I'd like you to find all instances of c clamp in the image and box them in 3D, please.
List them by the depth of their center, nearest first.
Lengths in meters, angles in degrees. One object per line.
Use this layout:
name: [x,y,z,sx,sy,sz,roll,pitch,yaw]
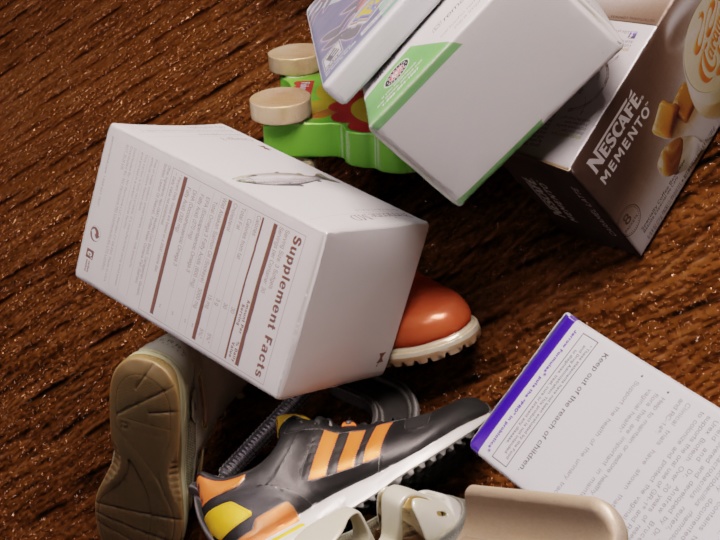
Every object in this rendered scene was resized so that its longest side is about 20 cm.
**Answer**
c clamp: [-0.048,0.121,0.972,0.170,0.027,0.200,16,53,36]

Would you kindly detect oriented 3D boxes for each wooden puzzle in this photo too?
wooden puzzle: [0.056,0.206,0.671,0.201,0.046,0.185,-62,11,-14]

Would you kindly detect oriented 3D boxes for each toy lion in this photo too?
toy lion: [0.018,-0.121,1.053,0.191,0.069,0.200,-2,25,3]

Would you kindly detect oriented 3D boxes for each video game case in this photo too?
video game case: [0.039,-0.217,0.918,0.200,0.023,0.182,-47,22,16]

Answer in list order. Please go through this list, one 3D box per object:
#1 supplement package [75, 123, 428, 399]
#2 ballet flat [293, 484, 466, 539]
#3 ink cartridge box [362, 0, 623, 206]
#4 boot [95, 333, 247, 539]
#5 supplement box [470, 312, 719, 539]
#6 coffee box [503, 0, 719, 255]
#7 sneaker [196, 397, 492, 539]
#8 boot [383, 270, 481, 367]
supplement package: [-0.076,-0.013,0.927,0.200,0.117,0.118,27,109,31]
ballet flat: [0.013,0.162,0.812,0.199,0.064,0.067,-20,21,-38]
ink cartridge box: [0.074,-0.157,0.903,0.145,0.087,0.200,-45,21,19]
boot: [-0.130,0.117,1.029,0.072,0.201,0.155,17,30,14]
supplement box: [0.174,0.124,0.763,0.104,0.101,0.200,-53,42,-4]
coffee box: [0.186,-0.128,0.921,0.080,0.114,0.200,24,77,47]
sneaker: [-0.011,0.117,0.883,0.200,0.070,0.090,-29,67,-17]
boot: [0.000,0.000,0.979,0.075,0.108,0.200,-31,34,-35]
